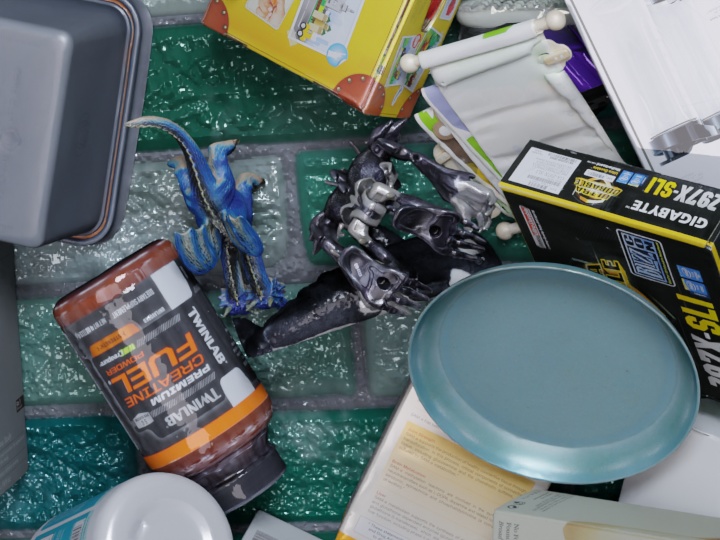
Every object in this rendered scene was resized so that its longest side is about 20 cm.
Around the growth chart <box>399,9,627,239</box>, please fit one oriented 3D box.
[{"bbox_3d":[0.110,-0.093,1.252,0.145,0.018,0.200,-8,137,30],"label":"growth chart"}]

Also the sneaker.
[{"bbox_3d":[0.165,-0.142,1.281,0.200,0.070,0.100,4,107,15],"label":"sneaker"}]

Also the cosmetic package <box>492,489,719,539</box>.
[{"bbox_3d":[0.192,0.218,1.236,0.200,0.071,0.105,4,99,31],"label":"cosmetic package"}]

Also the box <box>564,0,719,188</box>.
[{"bbox_3d":[0.219,-0.139,1.196,0.117,0.060,0.200,-26,95,17],"label":"box"}]

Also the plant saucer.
[{"bbox_3d":[0.132,0.067,1.234,0.200,0.027,0.200,9,133,10],"label":"plant saucer"}]

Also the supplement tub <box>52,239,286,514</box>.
[{"bbox_3d":[-0.136,0.083,1.356,0.107,0.107,0.200,-31,95,14],"label":"supplement tub"}]

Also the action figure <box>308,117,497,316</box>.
[{"bbox_3d":[0.025,-0.029,1.233,0.102,0.200,0.119,37,100,-18],"label":"action figure"}]

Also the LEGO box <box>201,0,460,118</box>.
[{"bbox_3d":[0.000,-0.228,1.259,0.149,0.077,0.200,31,106,23],"label":"LEGO box"}]

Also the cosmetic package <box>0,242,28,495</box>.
[{"bbox_3d":[-0.314,0.073,1.385,0.090,0.107,0.200,3,104,9],"label":"cosmetic package"}]

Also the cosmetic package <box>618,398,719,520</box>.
[{"bbox_3d":[0.243,0.203,1.306,0.108,0.085,0.200,28,110,45],"label":"cosmetic package"}]

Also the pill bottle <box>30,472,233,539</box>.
[{"bbox_3d":[-0.185,0.223,1.356,0.111,0.111,0.200,55,144,-4],"label":"pill bottle"}]

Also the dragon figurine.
[{"bbox_3d":[-0.103,-0.036,1.309,0.059,0.200,0.100,-15,61,10],"label":"dragon figurine"}]

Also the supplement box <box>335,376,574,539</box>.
[{"bbox_3d":[0.079,0.134,1.345,0.126,0.074,0.200,26,105,1],"label":"supplement box"}]

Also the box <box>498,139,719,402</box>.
[{"bbox_3d":[0.195,0.007,1.214,0.160,0.200,0.049,17,62,34],"label":"box"}]

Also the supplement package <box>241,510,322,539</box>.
[{"bbox_3d":[-0.079,0.308,1.389,0.109,0.114,0.200,26,104,2],"label":"supplement package"}]

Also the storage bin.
[{"bbox_3d":[-0.248,-0.113,1.319,0.145,0.134,0.200,13,103,7],"label":"storage bin"}]

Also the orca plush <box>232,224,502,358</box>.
[{"bbox_3d":[0.000,0.000,1.317,0.200,0.105,0.071,-19,88,1],"label":"orca plush"}]
